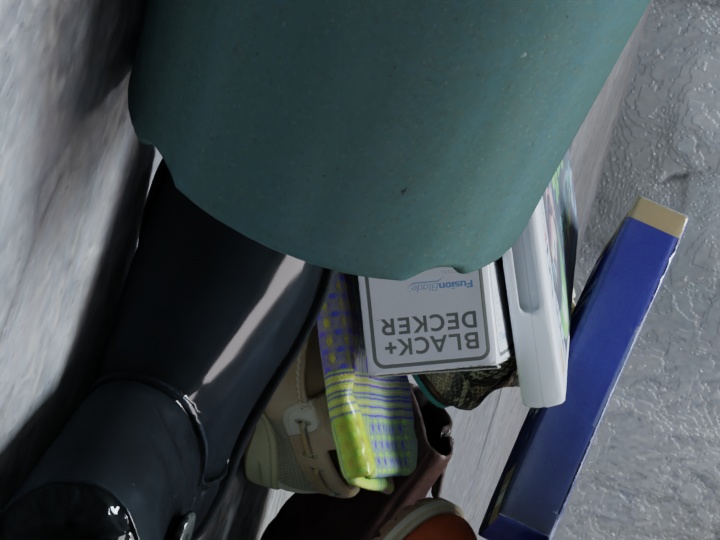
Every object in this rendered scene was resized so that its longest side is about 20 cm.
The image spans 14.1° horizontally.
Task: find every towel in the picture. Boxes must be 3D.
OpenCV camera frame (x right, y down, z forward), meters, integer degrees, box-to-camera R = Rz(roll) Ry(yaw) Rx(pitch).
[{"bbox_3d":[0.000,0.000,1.348,0.144,0.023,0.201,34,51,-78],"label":"towel"}]

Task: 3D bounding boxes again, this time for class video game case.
[{"bbox_3d":[0.079,-0.061,1.360,0.200,0.023,0.183,-77,160,-65],"label":"video game case"}]

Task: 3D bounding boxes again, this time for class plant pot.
[{"bbox_3d":[0.019,-0.116,0.963,0.200,0.199,0.197,-59,172,-58],"label":"plant pot"}]

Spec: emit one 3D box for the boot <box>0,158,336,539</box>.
[{"bbox_3d":[-0.071,0.050,1.041,0.168,0.076,0.201,-63,174,-67],"label":"boot"}]

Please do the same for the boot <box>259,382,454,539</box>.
[{"bbox_3d":[-0.014,0.153,1.512,0.167,0.072,0.200,-53,-168,17],"label":"boot"}]

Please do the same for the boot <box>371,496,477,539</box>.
[{"bbox_3d":[0.032,0.212,1.432,0.075,0.107,0.201,34,72,-47],"label":"boot"}]

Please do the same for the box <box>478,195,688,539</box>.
[{"bbox_3d":[0.100,0.069,1.414,0.121,0.032,0.201,104,9,-80],"label":"box"}]

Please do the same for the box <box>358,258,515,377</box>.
[{"bbox_3d":[0.031,-0.056,1.317,0.117,0.060,0.201,-24,108,-80],"label":"box"}]

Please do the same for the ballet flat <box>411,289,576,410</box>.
[{"bbox_3d":[0.075,0.025,1.486,0.075,0.068,0.200,-33,180,13],"label":"ballet flat"}]

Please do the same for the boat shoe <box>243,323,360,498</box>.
[{"bbox_3d":[-0.021,0.054,1.429,0.200,0.065,0.072,94,16,-58],"label":"boat shoe"}]
